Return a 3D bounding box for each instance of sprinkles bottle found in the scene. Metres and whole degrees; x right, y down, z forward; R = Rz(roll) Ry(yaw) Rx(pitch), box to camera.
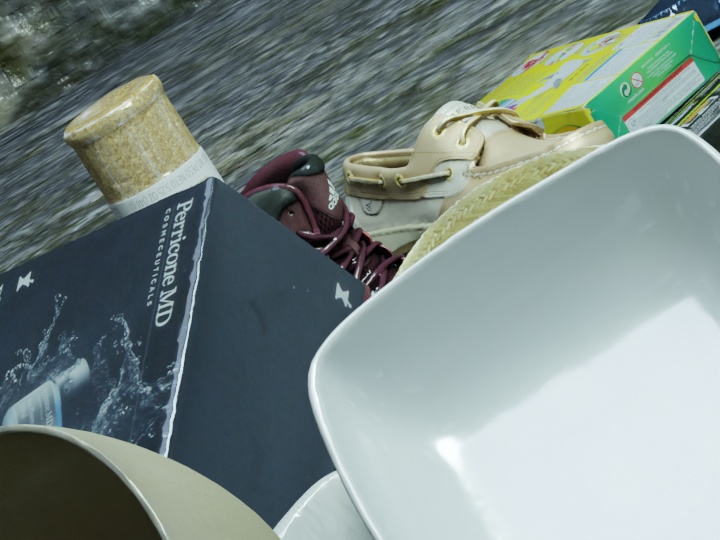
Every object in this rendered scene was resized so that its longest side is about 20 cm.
[{"bbox_3d":[-0.097,-0.016,1.707,0.068,0.200,0.068,-31,13,8],"label":"sprinkles bottle"}]

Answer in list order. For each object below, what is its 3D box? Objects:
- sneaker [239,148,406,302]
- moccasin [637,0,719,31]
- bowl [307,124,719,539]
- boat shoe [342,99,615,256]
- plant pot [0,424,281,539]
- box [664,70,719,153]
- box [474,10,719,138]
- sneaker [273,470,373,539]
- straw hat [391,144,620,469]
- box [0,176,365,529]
[{"bbox_3d":[0.000,0.000,1.459,0.200,0.116,0.076,9,30,17],"label":"sneaker"},{"bbox_3d":[0.247,-0.216,1.930,0.200,0.068,0.080,-41,16,-34],"label":"moccasin"},{"bbox_3d":[0.098,0.063,1.128,0.200,0.075,0.200,-33,47,1],"label":"bowl"},{"bbox_3d":[0.054,-0.053,1.482,0.074,0.069,0.200,-20,1,-41],"label":"boat shoe"},{"bbox_3d":[-0.086,0.162,1.140,0.200,0.201,0.134,-21,-17,40],"label":"plant pot"},{"bbox_3d":[0.161,-0.046,1.421,0.200,0.048,0.193,-44,0,-2],"label":"box"},{"bbox_3d":[0.128,-0.104,1.850,0.117,0.048,0.200,-40,18,-29],"label":"box"},{"bbox_3d":[0.017,0.114,1.304,0.200,0.075,0.088,-35,0,-37],"label":"sneaker"},{"bbox_3d":[0.100,0.051,1.242,0.201,0.085,0.201,-12,55,17],"label":"straw hat"},{"bbox_3d":[-0.116,0.089,1.394,0.200,0.117,0.197,-22,46,36],"label":"box"}]
